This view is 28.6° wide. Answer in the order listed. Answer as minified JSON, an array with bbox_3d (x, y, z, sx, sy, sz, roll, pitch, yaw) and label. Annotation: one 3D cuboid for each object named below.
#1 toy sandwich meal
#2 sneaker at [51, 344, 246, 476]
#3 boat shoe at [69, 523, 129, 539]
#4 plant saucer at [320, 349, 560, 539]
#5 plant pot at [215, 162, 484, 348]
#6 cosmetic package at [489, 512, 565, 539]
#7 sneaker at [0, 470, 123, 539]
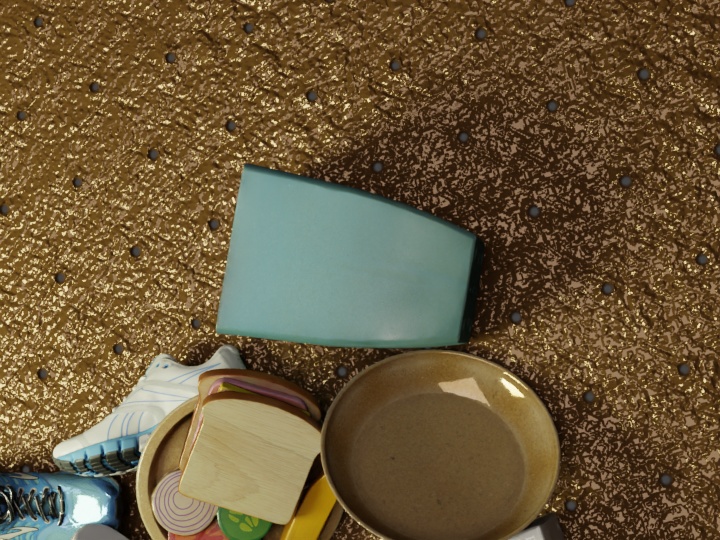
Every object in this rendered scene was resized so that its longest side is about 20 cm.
[{"bbox_3d":[-0.099,0.187,1.217,0.204,0.070,0.207,-1,104,-3],"label":"toy sandwich meal"},{"bbox_3d":[-0.188,0.125,1.288,0.199,0.075,0.087,-20,70,1],"label":"sneaker"},{"bbox_3d":[-0.190,0.313,1.274,0.200,0.072,0.068,37,131,2],"label":"boat shoe"},{"bbox_3d":[0.066,0.156,1.180,0.199,0.036,0.201,1,49,-1],"label":"plant saucer"},{"bbox_3d":[0.000,0.000,1.208,0.199,0.141,0.142,9,88,10],"label":"plant pot"},{"bbox_3d":[0.085,0.286,1.180,0.199,0.090,0.107,-24,81,17],"label":"cosmetic package"},{"bbox_3d":[-0.315,0.223,1.303,0.199,0.090,0.079,-2,85,13],"label":"sneaker"}]
